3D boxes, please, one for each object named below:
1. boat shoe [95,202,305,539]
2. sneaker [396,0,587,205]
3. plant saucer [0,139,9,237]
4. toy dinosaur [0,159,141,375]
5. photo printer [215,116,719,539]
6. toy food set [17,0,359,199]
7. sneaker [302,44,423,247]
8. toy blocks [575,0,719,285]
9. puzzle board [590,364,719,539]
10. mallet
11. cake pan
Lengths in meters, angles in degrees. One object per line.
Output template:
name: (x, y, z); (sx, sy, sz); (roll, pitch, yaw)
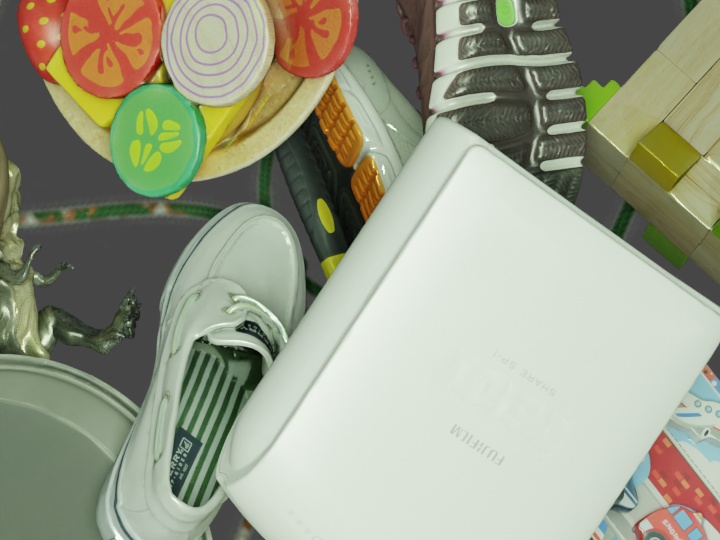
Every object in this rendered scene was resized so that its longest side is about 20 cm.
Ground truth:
boat shoe: (-0.058, 0.046, 1.257); (0.073, 0.067, 0.201); (29, 54, -20)
sneaker: (0.052, -0.097, 1.274); (0.075, 0.115, 0.201); (0, 91, -17)
plant saucer: (-0.245, 0.001, 1.268); (0.200, 0.200, 0.030); (-32, 126, -1)
toy dinosaur: (-0.155, 0.046, 1.315); (0.088, 0.047, 0.201); (4, 90, 8)
photo printer: (0.044, 0.059, 1.195); (0.166, 0.069, 0.200); (34, 90, -21)
toy food set: (-0.081, -0.140, 1.282); (0.198, 0.049, 0.200); (45, 111, 25)
sneaker: (0.045, -0.027, 1.308); (0.092, 0.076, 0.201); (-23, 76, -27)
toy blocks: (0.203, -0.060, 1.293); (0.200, 0.100, 0.137); (42, 76, 6)
puzzle board: (0.154, 0.140, 1.279); (0.151, 0.017, 0.200); (-36, 85, -25)
mallet: (0.000, 0.000, 1.279); (0.066, 0.041, 0.201); (-6, 70, -23)
cake pan: (-0.169, 0.141, 1.284); (0.199, 0.037, 0.201); (1, 98, 11)
